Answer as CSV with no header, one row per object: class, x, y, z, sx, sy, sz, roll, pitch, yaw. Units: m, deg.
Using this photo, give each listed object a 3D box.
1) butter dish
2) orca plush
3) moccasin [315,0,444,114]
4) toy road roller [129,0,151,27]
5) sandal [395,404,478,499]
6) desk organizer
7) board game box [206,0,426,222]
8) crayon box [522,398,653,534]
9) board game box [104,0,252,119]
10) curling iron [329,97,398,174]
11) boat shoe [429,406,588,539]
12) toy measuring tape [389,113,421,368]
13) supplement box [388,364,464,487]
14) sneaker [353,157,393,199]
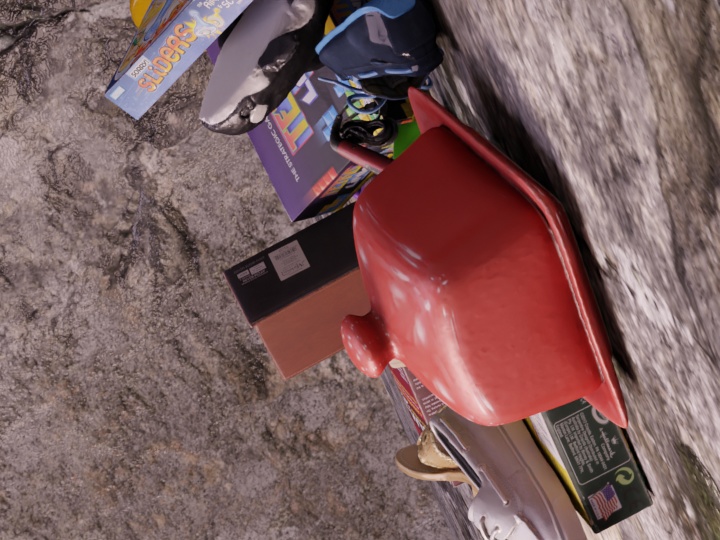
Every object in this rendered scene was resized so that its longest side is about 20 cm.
butter dish,0.055,0.017,1.265,0.199,0.147,0.201,46,163,52
orca plush,-0.047,-0.184,1.484,0.071,0.201,0.105,29,162,-36
moccasin,0.013,-0.146,1.386,0.068,0.080,0.200,60,177,-3
toy road roller,-0.147,-0.290,1.833,0.200,0.145,0.123,74,-160,-48
sandal,0.091,0.143,1.679,0.212,0.077,0.070,20,123,64
desk organizer,0.000,0.000,1.608,0.072,0.199,0.077,59,176,46
board game box,-0.042,-0.165,1.583,0.165,0.057,0.201,-44,69,49
crayon box,0.140,0.096,1.457,0.127,0.051,0.200,65,175,-18
board game box,-0.110,-0.216,1.498,0.034,0.200,0.136,35,-136,-17
curling iron,0.046,-0.071,1.404,0.200,0.050,0.026,36,-172,41
boat shoe,0.109,0.164,1.431,0.200,0.068,0.072,60,175,36
toy measuring tape,0.051,-0.023,1.449,0.074,0.073,0.201,77,-165,-74
supplement box,0.065,0.095,1.908,0.201,0.061,0.109,66,174,-24
sneaker,-0.001,-0.114,1.697,0.081,0.088,0.201,67,178,-64
